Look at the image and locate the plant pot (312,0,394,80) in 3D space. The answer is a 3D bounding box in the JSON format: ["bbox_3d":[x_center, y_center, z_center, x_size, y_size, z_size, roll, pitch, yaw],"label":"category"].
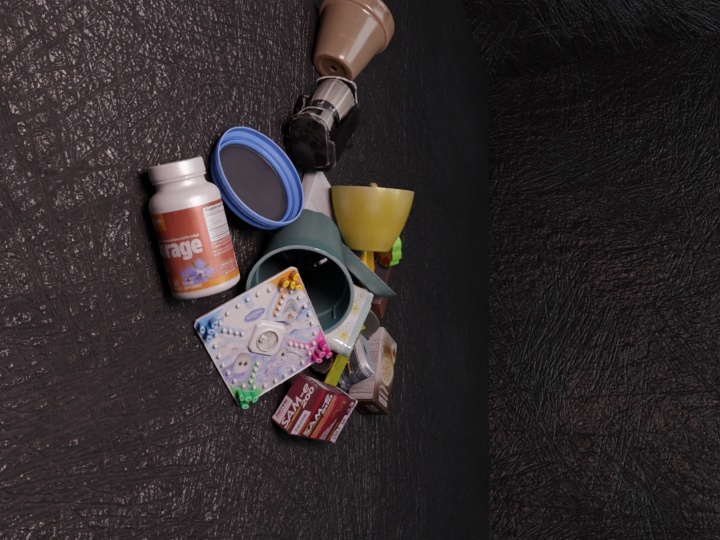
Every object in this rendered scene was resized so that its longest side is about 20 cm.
[{"bbox_3d":[-0.033,-0.569,1.486,0.200,0.197,0.177,48,60,-54],"label":"plant pot"}]

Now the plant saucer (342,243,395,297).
[{"bbox_3d":[0.000,0.000,1.390,0.036,0.200,0.200,-46,147,1],"label":"plant saucer"}]

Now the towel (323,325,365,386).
[{"bbox_3d":[-0.045,0.217,1.356,0.203,0.018,0.086,-65,162,8],"label":"towel"}]

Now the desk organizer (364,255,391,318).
[{"bbox_3d":[0.046,0.029,1.653,0.078,0.070,0.202,79,21,-46],"label":"desk organizer"}]

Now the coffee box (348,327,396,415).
[{"bbox_3d":[0.034,0.267,1.580,0.115,0.078,0.203,51,40,-51],"label":"coffee box"}]

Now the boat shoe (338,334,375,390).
[{"bbox_3d":[-0.027,0.207,1.477,0.071,0.090,0.201,53,9,-27],"label":"boat shoe"}]

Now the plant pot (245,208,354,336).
[{"bbox_3d":[-0.110,-0.010,1.157,0.197,0.196,0.203,-92,164,-57],"label":"plant pot"}]

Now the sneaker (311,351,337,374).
[{"bbox_3d":[-0.072,0.145,1.392,0.094,0.069,0.204,62,32,-64],"label":"sneaker"}]

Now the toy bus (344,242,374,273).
[{"bbox_3d":[-0.009,-0.032,1.542,0.065,0.077,0.205,15,71,-64],"label":"toy bus"}]

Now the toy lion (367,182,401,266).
[{"bbox_3d":[0.051,-0.115,1.607,0.200,0.067,0.195,-136,-143,-53],"label":"toy lion"}]

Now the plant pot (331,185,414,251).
[{"bbox_3d":[0.025,-0.120,1.414,0.199,0.196,0.145,-9,103,-66],"label":"plant pot"}]

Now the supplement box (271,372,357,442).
[{"bbox_3d":[-0.092,0.294,1.260,0.110,0.060,0.200,-59,149,-4],"label":"supplement box"}]

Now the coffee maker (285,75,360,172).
[{"bbox_3d":[-0.074,-0.315,1.368,0.194,0.133,0.202,60,37,-33],"label":"coffee maker"}]

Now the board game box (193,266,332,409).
[{"bbox_3d":[-0.164,0.124,1.057,0.198,0.026,0.203,-30,122,-15],"label":"board game box"}]

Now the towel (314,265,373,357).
[{"bbox_3d":[-0.070,0.083,1.291,0.201,0.169,0.049,-63,177,-52],"label":"towel"}]

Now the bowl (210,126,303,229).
[{"bbox_3d":[-0.192,-0.169,1.111,0.199,0.039,0.204,32,43,-35],"label":"bowl"}]

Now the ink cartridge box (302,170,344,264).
[{"bbox_3d":[-0.095,-0.103,1.404,0.201,0.040,0.203,58,36,-47],"label":"ink cartridge box"}]

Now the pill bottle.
[{"bbox_3d":[-0.262,-0.067,0.926,0.112,0.110,0.204,-39,120,-62],"label":"pill bottle"}]

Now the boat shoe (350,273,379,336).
[{"bbox_3d":[-0.014,0.079,1.483,0.065,0.074,0.203,45,-10,50],"label":"boat shoe"}]
